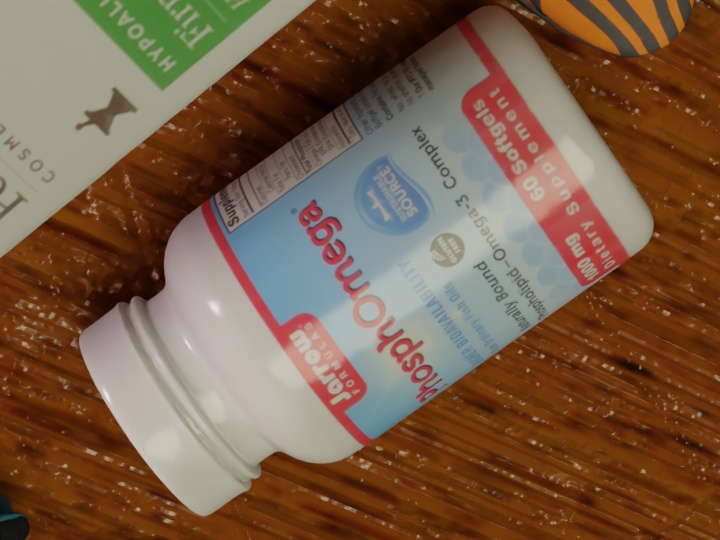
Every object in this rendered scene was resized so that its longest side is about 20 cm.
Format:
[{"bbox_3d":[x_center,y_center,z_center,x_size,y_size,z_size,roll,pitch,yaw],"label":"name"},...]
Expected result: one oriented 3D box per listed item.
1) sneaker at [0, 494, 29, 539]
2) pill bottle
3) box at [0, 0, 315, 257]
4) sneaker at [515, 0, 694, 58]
[{"bbox_3d":[-0.197,0.055,1.007,0.082,0.073,0.201,-38,128,-14],"label":"sneaker"},{"bbox_3d":[0.000,0.000,1.002,0.200,0.109,0.109,-36,121,4],"label":"pill bottle"},{"bbox_3d":[-0.133,-0.155,0.816,0.171,0.200,0.199,-38,131,7],"label":"box"},{"bbox_3d":[0.068,-0.138,0.948,0.077,0.112,0.200,-36,121,5],"label":"sneaker"}]
